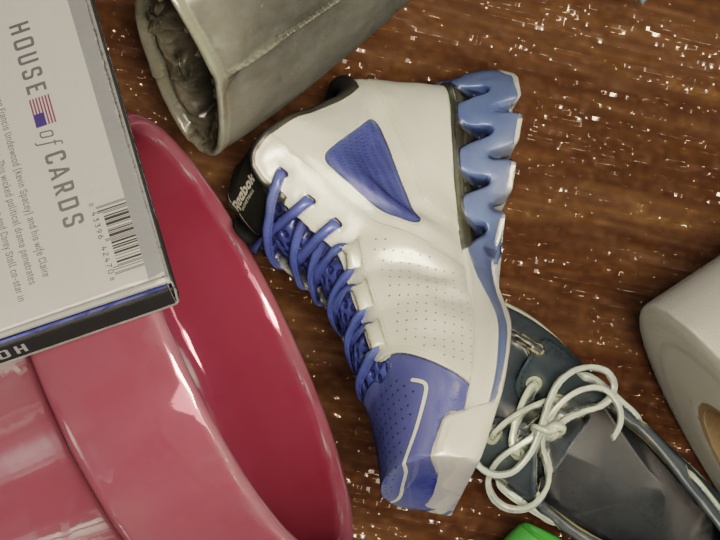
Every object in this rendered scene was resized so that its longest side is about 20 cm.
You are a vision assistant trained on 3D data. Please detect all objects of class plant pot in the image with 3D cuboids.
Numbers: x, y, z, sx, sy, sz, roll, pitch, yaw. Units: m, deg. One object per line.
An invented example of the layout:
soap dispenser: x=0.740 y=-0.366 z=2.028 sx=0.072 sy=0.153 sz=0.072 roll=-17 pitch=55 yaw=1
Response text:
plant pot: x=-0.123 y=0.065 z=0.959 sx=0.178 sy=0.200 sz=0.201 roll=-27 pitch=102 yaw=9

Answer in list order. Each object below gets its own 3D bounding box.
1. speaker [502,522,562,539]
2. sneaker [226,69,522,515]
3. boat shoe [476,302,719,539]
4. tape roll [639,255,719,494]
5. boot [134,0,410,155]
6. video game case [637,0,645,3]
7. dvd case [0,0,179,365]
speaker: x=0.050 y=0.213 z=1.058 sx=0.088 sy=0.088 sz=0.201 roll=30 pitch=90 yaw=-14
sneaker: x=0.000 y=-0.001 z=0.997 sx=0.114 sy=0.081 sz=0.201 roll=9 pitch=58 yaw=-7
boat shoe: x=0.084 y=0.074 z=1.058 sx=0.200 sy=0.062 sz=0.075 roll=42 pitch=87 yaw=-13
tape roll: x=0.226 y=0.062 z=1.016 sx=0.139 sy=0.203 sz=0.203 roll=-33 pitch=102 yaw=-5
boot: x=-0.001 y=-0.156 z=0.962 sx=0.199 sy=0.073 sz=0.183 roll=-26 pitch=135 yaw=-18
video game case: x=0.146 y=-0.232 z=0.953 sx=0.181 sy=0.045 sz=0.201 roll=-43 pitch=148 yaw=-20
dvd case: x=-0.177 y=-0.024 z=0.868 sx=0.199 sy=0.025 sz=0.151 roll=-18 pitch=64 yaw=-1
